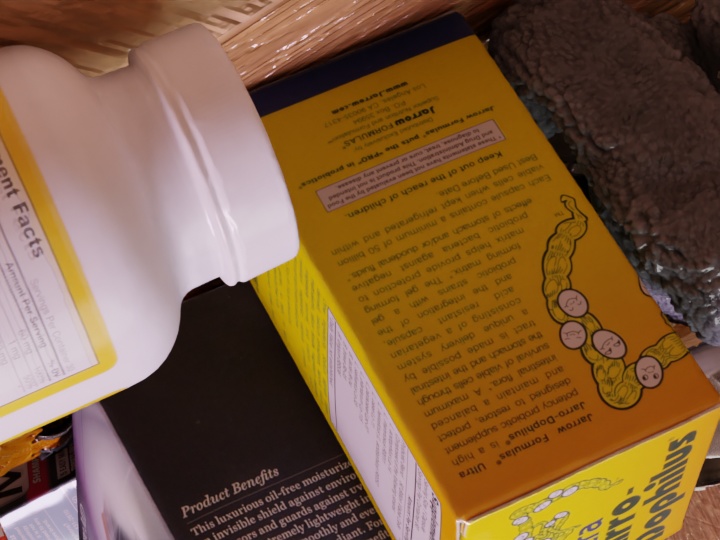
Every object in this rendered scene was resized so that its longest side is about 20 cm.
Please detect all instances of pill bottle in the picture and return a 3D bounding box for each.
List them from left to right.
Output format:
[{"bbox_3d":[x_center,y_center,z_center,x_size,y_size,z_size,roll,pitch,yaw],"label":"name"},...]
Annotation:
[{"bbox_3d":[-0.125,-0.001,0.597,0.200,0.112,0.112,-24,168,-11],"label":"pill bottle"}]

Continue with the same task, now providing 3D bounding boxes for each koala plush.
[{"bbox_3d":[0.154,-0.032,0.864,0.177,0.184,0.200,-23,165,-11],"label":"koala plush"}]

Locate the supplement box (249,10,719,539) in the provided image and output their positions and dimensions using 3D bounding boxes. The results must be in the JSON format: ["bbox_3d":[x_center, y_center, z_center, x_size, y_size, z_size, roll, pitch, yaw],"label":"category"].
[{"bbox_3d":[0.037,0.019,0.760,0.109,0.200,0.109,-23,151,-14],"label":"supplement box"}]

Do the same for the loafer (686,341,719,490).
[{"bbox_3d":[0.112,0.093,0.887,0.200,0.068,0.076,-26,156,0],"label":"loafer"}]

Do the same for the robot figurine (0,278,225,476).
[{"bbox_3d":[-0.110,0.036,0.925,0.200,0.058,0.145,-23,168,-17],"label":"robot figurine"}]

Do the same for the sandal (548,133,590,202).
[{"bbox_3d":[0.076,-0.054,0.935,0.200,0.054,0.080,-2,124,-37],"label":"sandal"}]

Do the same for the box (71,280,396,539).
[{"bbox_3d":[-0.036,0.139,0.862,0.123,0.199,0.200,-22,150,-20],"label":"box"}]

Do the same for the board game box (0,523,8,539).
[{"bbox_3d":[-0.195,0.109,0.829,0.046,0.152,0.200,-21,168,-22],"label":"board game box"}]

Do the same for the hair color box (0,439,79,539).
[{"bbox_3d":[-0.214,0.138,1.016,0.200,0.061,0.099,-28,-148,4],"label":"hair color box"}]

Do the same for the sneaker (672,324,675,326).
[{"bbox_3d":[0.168,-0.061,1.095,0.067,0.090,0.200,7,135,-3],"label":"sneaker"}]
